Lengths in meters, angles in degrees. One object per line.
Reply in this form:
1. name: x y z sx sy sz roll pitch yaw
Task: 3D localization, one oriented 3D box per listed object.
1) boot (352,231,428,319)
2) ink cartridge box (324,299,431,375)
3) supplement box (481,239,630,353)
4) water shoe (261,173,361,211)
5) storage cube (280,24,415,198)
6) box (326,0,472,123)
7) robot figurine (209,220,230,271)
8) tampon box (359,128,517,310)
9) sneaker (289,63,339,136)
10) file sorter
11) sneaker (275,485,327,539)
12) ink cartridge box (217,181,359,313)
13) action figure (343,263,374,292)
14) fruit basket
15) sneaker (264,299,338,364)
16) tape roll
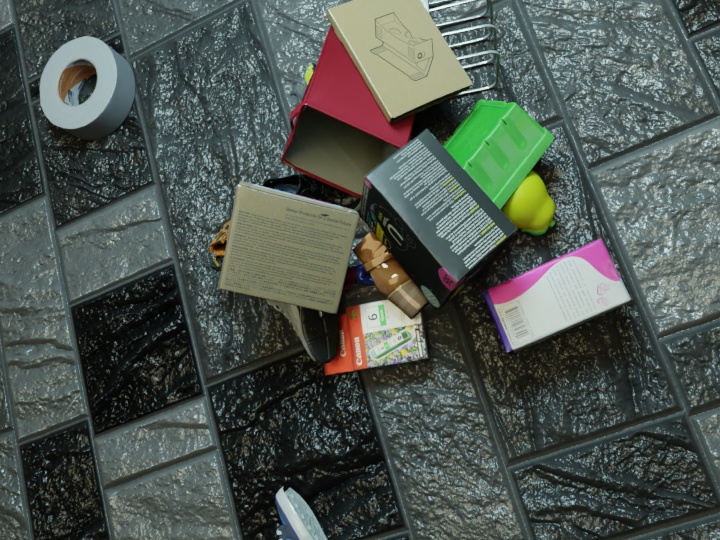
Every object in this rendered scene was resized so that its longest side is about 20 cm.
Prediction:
1. boot: 0.097 -0.039 1.002 0.199 0.074 0.155 -40 80 -20
2. ink cartridge box: 0.018 0.114 1.043 0.194 0.050 0.112 -11 78 13
3. supplement box: 0.303 0.046 0.947 0.196 0.103 0.104 -25 75 12
4. water shoe: -0.086 -0.137 1.097 0.194 0.079 0.074 1 82 16
5. storage cube: -0.011 -0.256 0.989 0.195 0.171 0.184 20 64 -12
6. box: 0.062 -0.342 0.932 0.161 0.021 0.203 -27 80 -21
7. robot figurine: -0.186 -0.063 1.080 0.195 0.059 0.146 -12 33 26
8. tampon box: 0.108 -0.071 0.900 0.125 0.150 0.201 -37 77 -14
9. sneaker: -0.069 -0.279 1.128 0.080 0.073 0.205 -29 76 31
10. file sorter: 0.169 -0.423 1.041 0.121 0.139 0.206 -7 79 11
11. sneaker: -0.124 0.490 1.009 0.145 0.081 0.202 -37 79 3
12. ink cartridge box: -0.115 -0.037 0.960 0.194 0.075 0.169 13 99 -11
13. action figure: 0.000 0.000 1.045 0.194 0.099 0.067 -8 78 17
14. fruit basket: 0.231 -0.147 0.994 0.219 0.213 0.155 -60 34 0
15. sneaker: -0.108 0.073 1.076 0.115 0.074 0.206 -26 81 53
16. tape roll: -0.583 -0.388 1.284 0.194 0.066 0.207 -2 81 14
